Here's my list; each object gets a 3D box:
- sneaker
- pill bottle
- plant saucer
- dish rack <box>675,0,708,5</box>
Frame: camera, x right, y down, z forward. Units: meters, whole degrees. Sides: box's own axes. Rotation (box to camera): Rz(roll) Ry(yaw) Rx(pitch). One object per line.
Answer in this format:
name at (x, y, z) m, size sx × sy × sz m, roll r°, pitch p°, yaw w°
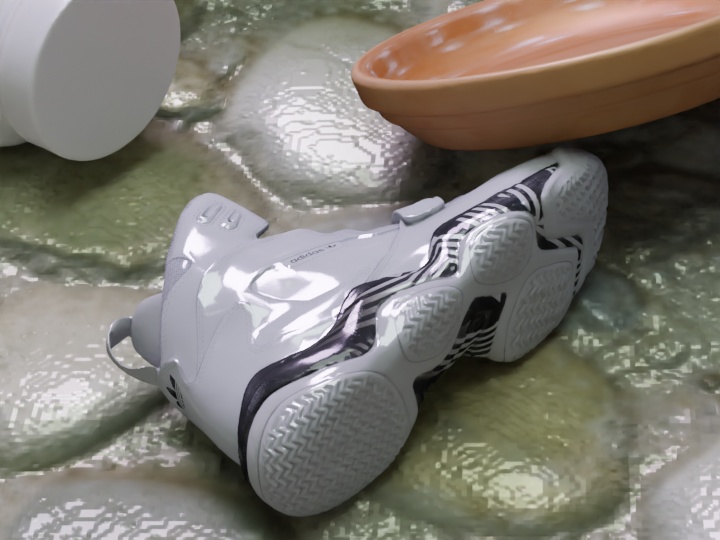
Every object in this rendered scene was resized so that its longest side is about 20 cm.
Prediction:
sneaker at (0.000, 0.000, 0.848) m, size 0.115 × 0.075 × 0.200 m, roll 30°, pitch 54°, yaw 31°
pill bottle at (-0.179, -0.123, 0.986) m, size 0.200 × 0.113 × 0.113 m, roll 27°, pitch 50°, yaw 33°
plant saucer at (0.096, -0.090, 0.920) m, size 0.200 × 0.038 × 0.200 m, roll -14°, pitch 14°, yaw 3°
dish rack at (0.213, -0.146, 1.026) m, size 0.200 × 0.044 × 0.172 m, roll 28°, pitch 51°, yaw 35°
